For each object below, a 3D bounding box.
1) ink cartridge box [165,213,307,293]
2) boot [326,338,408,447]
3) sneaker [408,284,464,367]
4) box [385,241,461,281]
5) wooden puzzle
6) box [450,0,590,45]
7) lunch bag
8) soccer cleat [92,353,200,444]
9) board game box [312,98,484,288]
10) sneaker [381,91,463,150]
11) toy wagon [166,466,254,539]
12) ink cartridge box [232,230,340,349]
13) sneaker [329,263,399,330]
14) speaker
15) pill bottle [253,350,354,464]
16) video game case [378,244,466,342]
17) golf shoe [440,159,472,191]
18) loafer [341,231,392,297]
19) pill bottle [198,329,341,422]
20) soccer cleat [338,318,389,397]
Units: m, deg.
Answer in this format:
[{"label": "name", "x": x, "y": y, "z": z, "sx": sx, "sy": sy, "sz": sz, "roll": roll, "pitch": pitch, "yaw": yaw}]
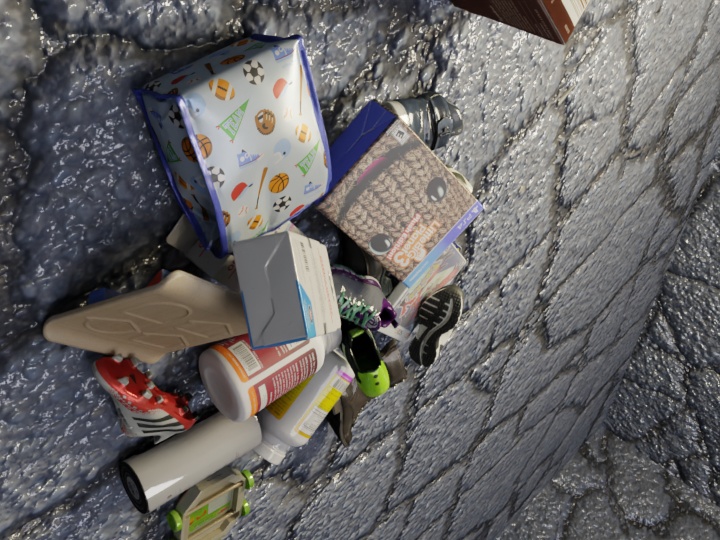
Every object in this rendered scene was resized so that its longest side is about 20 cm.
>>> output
[{"label": "ink cartridge box", "x": -0.143, "y": -0.030, "z": 0.882, "sx": 0.118, "sy": 0.067, "sz": 0.200, "roll": -55, "pitch": 147, "yaw": -3}, {"label": "boot", "x": 0.017, "y": 0.235, "z": 1.285, "sx": 0.172, "sy": 0.069, "sz": 0.202, "roll": -26, "pitch": 136, "yaw": -18}, {"label": "sneaker", "x": 0.147, "y": 0.092, "z": 1.287, "sx": 0.080, "sy": 0.073, "sz": 0.201, "roll": -48, "pitch": 165, "yaw": -44}, {"label": "box", "x": 0.115, "y": -0.024, "z": 1.255, "sx": 0.122, "sy": 0.032, "sz": 0.199, "roll": -58, "pitch": 148, "yaw": 2}, {"label": "wooden puzzle", "x": -0.230, "y": 0.050, "z": 0.792, "sx": 0.198, "sy": 0.047, "sz": 0.185, "roll": -20, "pitch": 156, "yaw": 23}, {"label": "box", "x": 0.202, "y": -0.426, "z": 0.872, "sx": 0.164, "sy": 0.199, "sz": 0.167, "roll": 20, "pitch": 102, "yaw": -56}, {"label": "lunch bag", "x": -0.129, "y": -0.135, "z": 0.753, "sx": 0.169, "sy": 0.123, "sz": 0.202, "roll": -36, "pitch": 127, "yaw": -27}, {"label": "soccer cleat", "x": -0.286, "y": 0.173, "z": 0.871, "sx": 0.085, "sy": 0.069, "sz": 0.200, "roll": -34, "pitch": 147, "yaw": 1}, {"label": "board game box", "x": 0.043, "y": -0.104, "z": 0.946, "sx": 0.160, "sy": 0.097, "sz": 0.199, "roll": -47, "pitch": 123, "yaw": 7}, {"label": "sneaker", "x": 0.091, "y": -0.176, "z": 1.055, "sx": 0.145, "sy": 0.077, "sz": 0.205, "roll": -26, "pitch": 136, "yaw": -34}, {"label": "toy wagon", "x": -0.258, "y": 0.424, "z": 1.150, "sx": 0.154, "sy": 0.039, "sz": 0.202, "roll": -20, "pitch": 133, "yaw": -43}, {"label": "ink cartridge box", "x": -0.080, "y": 0.024, "z": 0.802, "sx": 0.200, "sy": 0.067, "sz": 0.118, "roll": 14, "pitch": 65, "yaw": -81}, {"label": "sneaker", "x": -0.010, "y": 0.046, "z": 0.991, "sx": 0.075, "sy": 0.088, "sz": 0.199, "roll": -53, "pitch": 152, "yaw": 20}, {"label": "speaker", "x": -0.243, "y": 0.268, "z": 0.997, "sx": 0.199, "sy": 0.081, "sz": 0.082, "roll": -25, "pitch": 136, "yaw": -39}, {"label": "pill bottle", "x": -0.102, "y": 0.212, "z": 1.111, "sx": 0.201, "sy": 0.104, "sz": 0.104, "roll": -53, "pitch": 147, "yaw": -5}, {"label": "video game case", "x": 0.109, "y": 0.037, "z": 1.231, "sx": 0.201, "sy": 0.023, "sz": 0.182, "roll": -53, "pitch": 157, "yaw": 2}, {"label": "golf shoe", "x": 0.108, "y": -0.081, "z": 1.118, "sx": 0.202, "sy": 0.087, "sz": 0.077, "roll": -61, "pitch": 180, "yaw": -1}, {"label": "loafer", "x": 0.000, "y": 0.000, "z": 1.094, "sx": 0.072, "sy": 0.073, "sz": 0.201, "roll": -42, "pitch": 144, "yaw": -15}, {"label": "pill bottle", "x": -0.126, "y": 0.123, "z": 0.995, "sx": 0.199, "sy": 0.112, "sz": 0.114, "roll": -29, "pitch": 139, "yaw": -35}, {"label": "soccer cleat", "x": -0.008, "y": 0.105, "z": 1.059, "sx": 0.067, "sy": 0.201, "sz": 0.082, "roll": -21, "pitch": 137, "yaw": -12}]
